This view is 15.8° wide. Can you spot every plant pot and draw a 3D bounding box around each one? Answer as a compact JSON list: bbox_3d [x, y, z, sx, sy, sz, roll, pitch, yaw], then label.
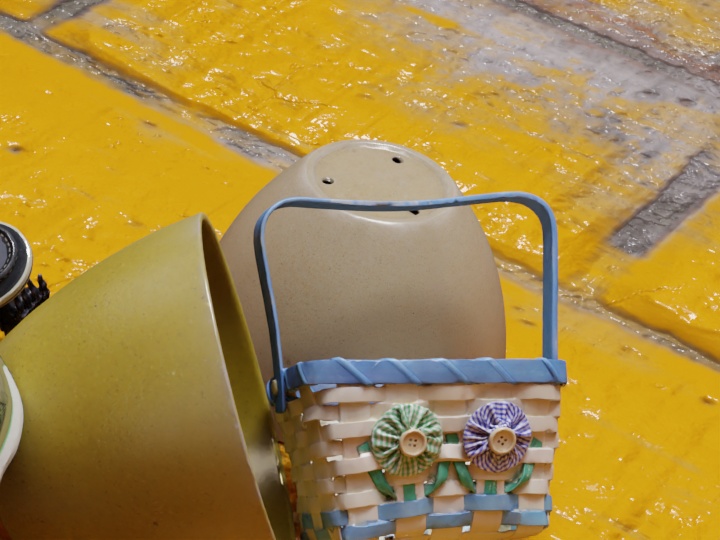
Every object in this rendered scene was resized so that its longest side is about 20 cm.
[{"bbox_3d":[-0.127,0.084,1.394,0.142,0.200,0.200,-15,36,2],"label":"plant pot"},{"bbox_3d":[0.000,0.000,1.578,0.200,0.135,0.200,8,34,-5],"label":"plant pot"}]

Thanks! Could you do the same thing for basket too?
[{"bbox_3d":[0.034,0.056,1.447,0.176,0.139,0.200,-3,78,-17],"label":"basket"}]

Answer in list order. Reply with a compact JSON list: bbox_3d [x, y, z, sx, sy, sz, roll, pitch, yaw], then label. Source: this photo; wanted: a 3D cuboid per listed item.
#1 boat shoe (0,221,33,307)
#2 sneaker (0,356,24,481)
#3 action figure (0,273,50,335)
[{"bbox_3d":[-0.280,-0.008,1.442,0.200,0.062,0.075,3,62,-15],"label":"boat shoe"},{"bbox_3d":[-0.220,0.085,1.282,0.077,0.089,0.200,-20,42,13],"label":"sneaker"},{"bbox_3d":[-0.285,-0.014,1.543,0.200,0.102,0.119,26,48,17],"label":"action figure"}]
